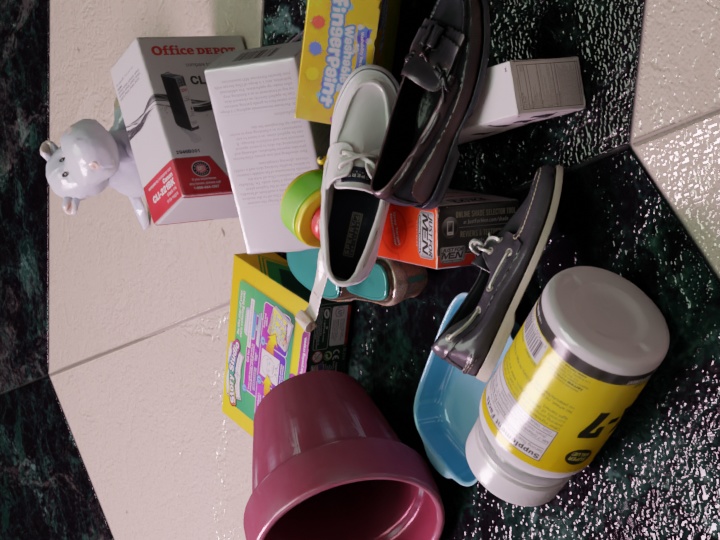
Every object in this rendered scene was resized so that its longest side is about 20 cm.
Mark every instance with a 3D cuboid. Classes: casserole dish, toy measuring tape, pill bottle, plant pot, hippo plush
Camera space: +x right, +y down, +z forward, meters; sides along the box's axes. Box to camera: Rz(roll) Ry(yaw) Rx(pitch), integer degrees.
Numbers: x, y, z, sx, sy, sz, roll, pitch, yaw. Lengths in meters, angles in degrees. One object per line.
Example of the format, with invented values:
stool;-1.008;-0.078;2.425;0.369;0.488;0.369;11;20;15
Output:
casserole dish;0.113;0.112;1.432;0.121;0.039;0.201;49;134;39
toy measuring tape;-0.051;-0.027;1.436;0.074;0.073;0.201;45;129;41
pill bottle;0.170;0.103;1.280;0.115;0.114;0.201;57;139;32
plant pot;-0.031;0.209;1.545;0.180;0.199;0.201;-110;33;-45
hippo plush;-0.325;-0.157;1.907;0.200;0.160;0.160;-40;64;51

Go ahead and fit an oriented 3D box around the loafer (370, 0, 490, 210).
loafer;0.059;-0.149;1.290;0.072;0.063;0.201;34;117;51

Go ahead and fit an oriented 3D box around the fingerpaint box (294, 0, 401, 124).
fingerpaint box;-0.004;-0.254;1.420;0.167;0.073;0.201;-66;-15;-67

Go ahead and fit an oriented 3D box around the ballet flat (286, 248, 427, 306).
ballet flat;0.000;0.000;1.548;0.200;0.067;0.069;19;117;53

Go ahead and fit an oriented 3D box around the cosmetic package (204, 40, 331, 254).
cosmetic package;-0.081;-0.124;1.525;0.101;0.071;0.201;-4;112;17

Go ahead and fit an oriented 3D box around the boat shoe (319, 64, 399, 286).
boat shoe;0.002;-0.083;1.345;0.065;0.073;0.202;-66;-20;-81

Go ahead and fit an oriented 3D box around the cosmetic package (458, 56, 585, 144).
cosmetic package;0.104;-0.147;1.355;0.200;0.082;0.051;-10;87;56

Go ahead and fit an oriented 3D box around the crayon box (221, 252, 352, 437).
crayon box;-0.087;0.100;1.703;0.172;0.058;0.201;31;121;50

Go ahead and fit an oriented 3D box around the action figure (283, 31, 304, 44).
action figure;-0.091;-0.154;1.623;0.119;0.101;0.202;-165;70;-66

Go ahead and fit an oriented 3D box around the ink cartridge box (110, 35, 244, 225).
ink cartridge box;-0.186;-0.164;1.718;0.084;0.144;0.201;-37;66;50

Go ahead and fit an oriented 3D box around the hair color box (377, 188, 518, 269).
hair color box;0.050;-0.047;1.437;0.200;0.101;0.062;13;105;54

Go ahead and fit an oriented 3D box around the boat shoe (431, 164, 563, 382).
boat shoe;0.121;-0.005;1.311;0.073;0.062;0.201;38;-106;-86
